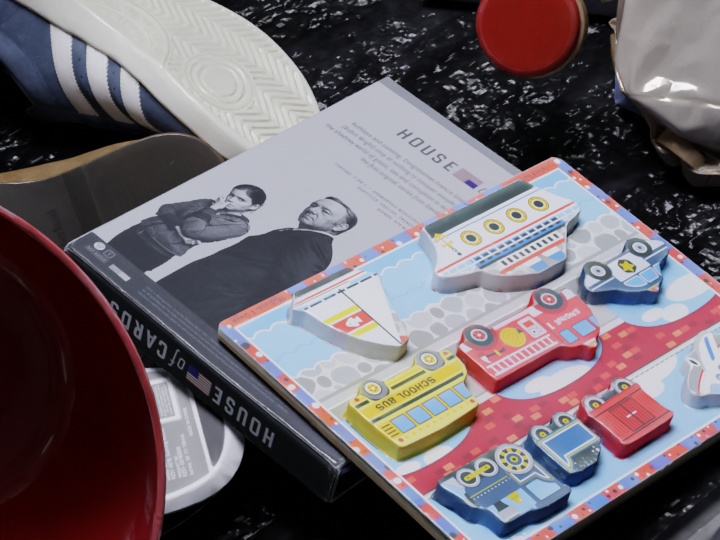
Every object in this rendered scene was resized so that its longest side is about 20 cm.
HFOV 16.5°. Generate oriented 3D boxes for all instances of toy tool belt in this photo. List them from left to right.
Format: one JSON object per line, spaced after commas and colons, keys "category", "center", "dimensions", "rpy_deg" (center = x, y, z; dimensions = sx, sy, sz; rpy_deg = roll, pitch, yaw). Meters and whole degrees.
{"category": "toy tool belt", "center": [0.157, -0.102, 1.114], "dimensions": [0.198, 0.126, 0.123], "rpy_deg": [7, 9, 11]}

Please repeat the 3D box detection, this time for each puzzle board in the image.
{"category": "puzzle board", "center": [0.065, 0.028, 0.965], "dimensions": [0.199, 0.017, 0.151], "rpy_deg": [-26, 56, -39]}

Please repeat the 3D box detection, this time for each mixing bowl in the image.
{"category": "mixing bowl", "center": [-0.158, 0.052, 0.852], "dimensions": [0.198, 0.202, 0.108], "rpy_deg": [-3, 14, 4]}

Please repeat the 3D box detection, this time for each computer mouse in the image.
{"category": "computer mouse", "center": [-0.140, 0.091, 0.947], "dimensions": [0.198, 0.044, 0.110], "rpy_deg": [-11, 49, -7]}

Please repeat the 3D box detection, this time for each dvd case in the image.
{"category": "dvd case", "center": [0.000, 0.000, 1.008], "dimensions": [0.150, 0.025, 0.200], "rpy_deg": [37, 44, 23]}

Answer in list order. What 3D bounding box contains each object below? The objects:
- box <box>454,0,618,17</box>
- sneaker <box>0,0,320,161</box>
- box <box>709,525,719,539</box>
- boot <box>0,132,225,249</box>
{"category": "box", "center": [0.135, -0.203, 1.224], "dimensions": [0.199, 0.115, 0.132], "rpy_deg": [8, 39, 16]}
{"category": "sneaker", "center": [-0.106, -0.088, 1.157], "dimensions": [0.200, 0.085, 0.075], "rpy_deg": [37, 41, 11]}
{"category": "box", "center": [0.254, 0.088, 0.896], "dimensions": [0.198, 0.050, 0.200], "rpy_deg": [19, 45, 30]}
{"category": "boot", "center": [-0.151, -0.014, 1.083], "dimensions": [0.198, 0.074, 0.075], "rpy_deg": [-13, 7, 1]}
